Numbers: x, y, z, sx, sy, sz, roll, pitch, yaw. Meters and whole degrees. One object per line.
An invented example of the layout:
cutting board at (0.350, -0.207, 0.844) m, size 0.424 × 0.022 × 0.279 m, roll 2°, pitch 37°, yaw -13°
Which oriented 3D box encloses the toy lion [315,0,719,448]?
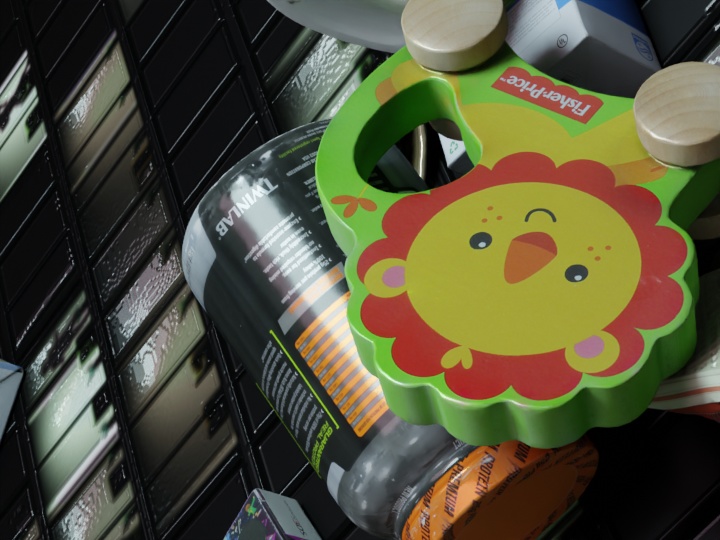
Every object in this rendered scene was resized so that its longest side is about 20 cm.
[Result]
toy lion at (0.060, -0.019, 0.807) m, size 0.200 × 0.069 × 0.192 m, roll 27°, pitch 61°, yaw 32°

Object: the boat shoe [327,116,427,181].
boat shoe at (0.000, 0.000, 1.005) m, size 0.065 × 0.072 × 0.200 m, roll -24°, pitch 50°, yaw 47°

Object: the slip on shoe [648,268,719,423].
slip on shoe at (0.168, 0.039, 0.766) m, size 0.074 × 0.061 × 0.200 m, roll -50°, pitch 18°, yaw -18°

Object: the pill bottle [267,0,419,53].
pill bottle at (0.026, -0.215, 0.935) m, size 0.109 × 0.109 × 0.200 m, roll 4°, pitch 75°, yaw 54°

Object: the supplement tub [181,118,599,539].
supplement tub at (0.014, 0.037, 0.889) m, size 0.123 × 0.122 × 0.200 m, roll -50°, pitch 61°, yaw 26°

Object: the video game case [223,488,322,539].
video game case at (-0.059, 0.245, 0.992) m, size 0.200 × 0.036 × 0.181 m, roll -60°, pitch 37°, yaw 14°

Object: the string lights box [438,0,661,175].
string lights box at (0.075, -0.148, 0.982) m, size 0.103 × 0.059 × 0.200 m, roll -42°, pitch 44°, yaw 33°

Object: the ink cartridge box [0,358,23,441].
ink cartridge box at (-0.336, 0.108, 1.399) m, size 0.200 × 0.076 × 0.137 m, roll 15°, pitch 86°, yaw 56°
